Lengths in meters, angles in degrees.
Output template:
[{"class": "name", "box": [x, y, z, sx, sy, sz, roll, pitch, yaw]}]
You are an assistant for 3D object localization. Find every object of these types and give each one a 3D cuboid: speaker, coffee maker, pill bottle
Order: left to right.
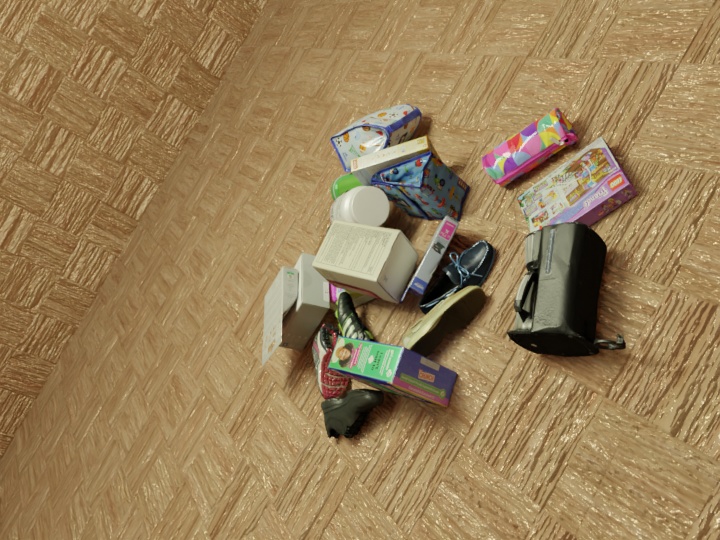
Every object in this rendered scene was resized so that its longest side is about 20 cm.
[{"class": "pill bottle", "box": [-0.002, -0.144, 1.528, 0.115, 0.112, 0.200, -64, 14, -7]}, {"class": "speaker", "box": [0.009, -0.228, 1.683, 0.198, 0.088, 0.090, -6, 60, 48]}, {"class": "coffee maker", "box": [0.360, 0.034, 1.062, 0.188, 0.135, 0.204, 6, 69, 26]}]

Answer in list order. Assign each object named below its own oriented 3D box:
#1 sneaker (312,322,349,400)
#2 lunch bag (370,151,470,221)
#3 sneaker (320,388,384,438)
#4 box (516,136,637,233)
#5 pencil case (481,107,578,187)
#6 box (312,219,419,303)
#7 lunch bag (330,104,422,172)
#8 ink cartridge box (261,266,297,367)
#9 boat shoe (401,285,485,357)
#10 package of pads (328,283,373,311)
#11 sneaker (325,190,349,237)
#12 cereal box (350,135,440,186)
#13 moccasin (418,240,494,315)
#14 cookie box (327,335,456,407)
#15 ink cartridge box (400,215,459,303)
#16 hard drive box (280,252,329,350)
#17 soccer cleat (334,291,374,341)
[{"class": "sneaker", "box": [-0.075, 0.223, 1.480, 0.075, 0.079, 0.202, -52, 26, 33]}, {"class": "lunch bag", "box": [0.127, -0.187, 1.455, 0.198, 0.149, 0.096, 1, 65, 50]}, {"class": "sneaker", "box": [-0.013, 0.310, 1.347, 0.199, 0.075, 0.093, -35, 53, 48]}, {"class": "box", "box": [0.403, -0.141, 1.185, 0.199, 0.039, 0.139, -37, 41, 28]}, {"class": "pencil case", "box": [0.349, -0.252, 1.295, 0.198, 0.088, 0.090, -32, 43, 35]}, {"class": "box", "box": [0.011, -0.023, 1.407, 0.197, 0.109, 0.130, 13, 69, 39]}, {"class": "lunch bag", "box": [0.051, -0.354, 1.645, 0.198, 0.126, 0.170, -16, 18, 46]}, {"class": "ink cartridge box", "box": [-0.200, 0.118, 1.549, 0.161, 0.049, 0.204, 130, 142, -51]}, {"class": "boat shoe", "box": [0.166, 0.096, 1.272, 0.201, 0.073, 0.063, -46, 35, 13]}, {"class": "package of pads", "box": [0.000, 0.000, 1.547, 0.198, 0.068, 0.158, -23, 50, 38]}, {"class": "sneaker", "box": [-0.060, -0.116, 1.670, 0.081, 0.072, 0.205, 31, 106, 62]}, {"class": "cereal box", "box": [0.091, -0.244, 1.495, 0.196, 0.144, 0.040, -13, 66, 20]}, {"class": "moccasin", "box": [0.199, 0.020, 1.291, 0.202, 0.068, 0.081, -54, 36, 8]}, {"class": "cookie box", "box": [0.062, 0.200, 1.245, 0.198, 0.170, 0.077, 1, 68, 50]}, {"class": "ink cartridge box", "box": [0.147, -0.013, 1.353, 0.203, 0.041, 0.119, -60, -3, -4]}, {"class": "hard drive box", "box": [-0.151, 0.083, 1.604, 0.201, 0.075, 0.159, 124, 151, -45]}, {"class": "soccer cleat", "box": [-0.010, 0.143, 1.450, 0.080, 0.067, 0.205, -19, 67, 25]}]
